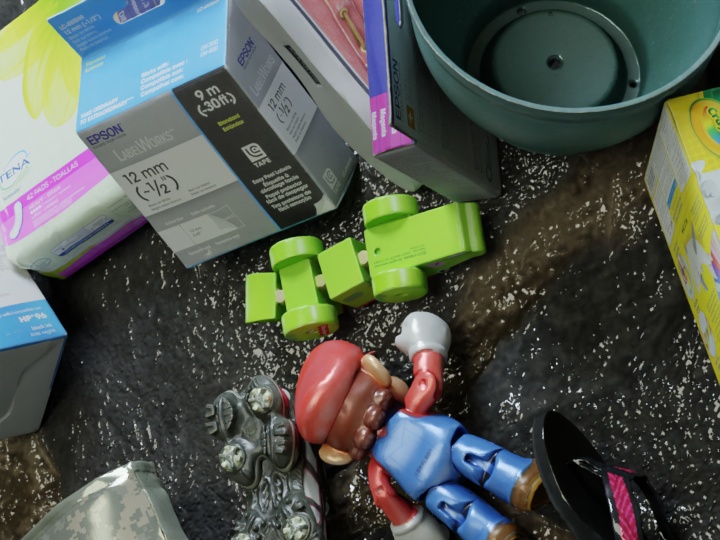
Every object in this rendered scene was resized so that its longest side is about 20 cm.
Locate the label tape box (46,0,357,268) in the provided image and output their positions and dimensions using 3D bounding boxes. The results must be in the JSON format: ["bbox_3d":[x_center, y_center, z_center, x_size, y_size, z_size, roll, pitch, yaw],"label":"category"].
[{"bbox_3d":[-0.119,-0.109,1.522,0.143,0.200,0.066,-20,32,33],"label":"label tape box"}]

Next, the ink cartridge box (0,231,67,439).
[{"bbox_3d":[-0.310,0.023,1.696,0.200,0.068,0.116,54,139,30],"label":"ink cartridge box"}]

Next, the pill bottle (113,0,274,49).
[{"bbox_3d":[-0.083,-0.211,1.561,0.200,0.111,0.111,-35,63,28],"label":"pill bottle"}]

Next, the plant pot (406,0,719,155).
[{"bbox_3d":[0.125,-0.153,1.355,0.200,0.134,0.200,0,65,0],"label":"plant pot"}]

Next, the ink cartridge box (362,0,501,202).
[{"bbox_3d":[0.034,-0.159,1.408,0.043,0.200,0.196,-10,75,23],"label":"ink cartridge box"}]

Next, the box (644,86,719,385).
[{"bbox_3d":[0.225,0.004,1.288,0.048,0.117,0.200,-13,69,-5],"label":"box"}]

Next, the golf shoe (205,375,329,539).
[{"bbox_3d":[-0.046,0.171,1.479,0.077,0.088,0.200,-16,70,25],"label":"golf shoe"}]

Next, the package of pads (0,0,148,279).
[{"bbox_3d":[-0.222,-0.110,1.676,0.154,0.068,0.200,-31,62,29],"label":"package of pads"}]

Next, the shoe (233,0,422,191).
[{"bbox_3d":[0.003,-0.152,1.472,0.091,0.200,0.071,-45,21,-13],"label":"shoe"}]

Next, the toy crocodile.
[{"bbox_3d":[0.000,0.000,1.501,0.200,0.062,0.068,-22,69,28],"label":"toy crocodile"}]

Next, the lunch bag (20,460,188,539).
[{"bbox_3d":[-0.175,0.252,1.548,0.200,0.118,0.164,-42,59,30],"label":"lunch bag"}]

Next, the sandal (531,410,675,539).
[{"bbox_3d":[0.171,0.167,1.331,0.045,0.075,0.200,-41,68,28],"label":"sandal"}]

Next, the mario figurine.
[{"bbox_3d":[0.045,0.111,1.449,0.200,0.106,0.123,34,67,25],"label":"mario figurine"}]
